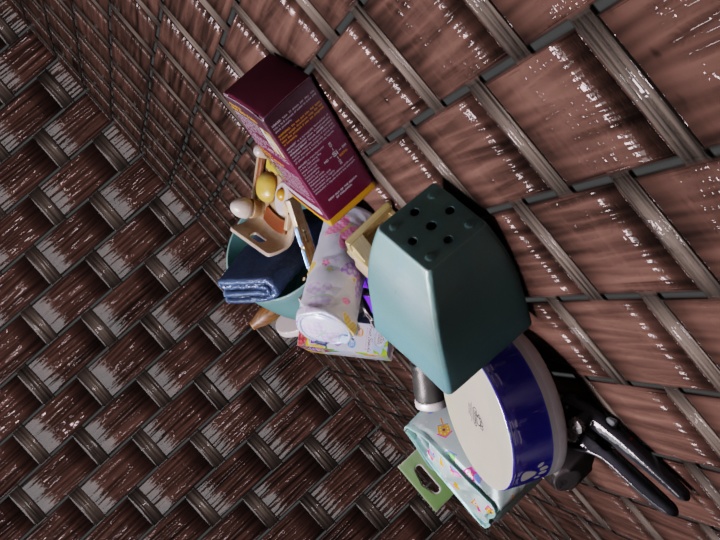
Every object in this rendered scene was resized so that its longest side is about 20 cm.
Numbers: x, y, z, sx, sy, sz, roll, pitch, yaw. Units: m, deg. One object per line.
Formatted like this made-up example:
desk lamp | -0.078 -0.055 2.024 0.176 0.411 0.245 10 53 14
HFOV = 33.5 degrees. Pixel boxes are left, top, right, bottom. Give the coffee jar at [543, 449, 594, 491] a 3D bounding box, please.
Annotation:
coffee jar | 0.238 0.215 1.673 0.200 0.085 0.104 42 168 28

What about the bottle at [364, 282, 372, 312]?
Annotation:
bottle | 0.049 0.038 1.822 0.200 0.065 0.084 32 118 57

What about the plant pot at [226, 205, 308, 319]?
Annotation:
plant pot | -0.093 -0.009 1.954 0.200 0.201 0.161 40 178 39

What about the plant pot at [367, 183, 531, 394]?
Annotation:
plant pot | 0.096 0.008 1.378 0.141 0.141 0.201 41 161 33

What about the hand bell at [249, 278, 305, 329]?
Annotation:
hand bell | -0.115 0.041 2.147 0.104 0.199 0.104 53 178 3

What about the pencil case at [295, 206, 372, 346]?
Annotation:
pencil case | -0.028 0.005 1.698 0.090 0.201 0.083 12 150 4

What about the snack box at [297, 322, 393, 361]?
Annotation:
snack box | -0.019 0.110 1.912 0.141 0.053 0.200 5 174 5

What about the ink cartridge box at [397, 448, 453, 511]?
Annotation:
ink cartridge box | 0.155 0.281 1.943 0.104 0.200 0.059 51 170 -14

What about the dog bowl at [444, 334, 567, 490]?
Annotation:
dog bowl | 0.181 0.176 1.535 0.200 0.078 0.202 162 90 -74

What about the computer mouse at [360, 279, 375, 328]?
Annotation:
computer mouse | 0.000 0.000 1.785 0.034 0.058 0.201 -43 58 50

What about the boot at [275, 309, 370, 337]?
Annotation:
boot | -0.044 0.086 2.107 0.090 0.199 0.073 54 -160 -41

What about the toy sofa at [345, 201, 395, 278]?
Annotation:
toy sofa | 0.076 0.012 1.603 0.200 0.083 0.098 45 173 17

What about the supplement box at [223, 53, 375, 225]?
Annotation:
supplement box | -0.077 -0.169 1.557 0.110 0.086 0.200 37 166 48

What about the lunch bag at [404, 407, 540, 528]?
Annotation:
lunch bag | 0.185 0.255 1.803 0.200 0.170 0.122 45 162 18

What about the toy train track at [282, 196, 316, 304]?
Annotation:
toy train track | -0.078 -0.008 1.740 0.032 0.115 0.201 -8 106 36

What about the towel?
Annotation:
towel | -0.124 -0.023 1.799 0.111 0.200 0.049 -2 124 31

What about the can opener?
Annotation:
can opener | 0.320 0.222 1.470 0.200 0.078 0.064 38 128 32

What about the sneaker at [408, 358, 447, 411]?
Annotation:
sneaker | 0.120 0.109 1.702 0.070 0.200 0.100 0 114 22

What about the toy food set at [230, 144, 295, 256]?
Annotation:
toy food set | -0.145 -0.137 1.775 0.143 0.060 0.202 32 118 55
